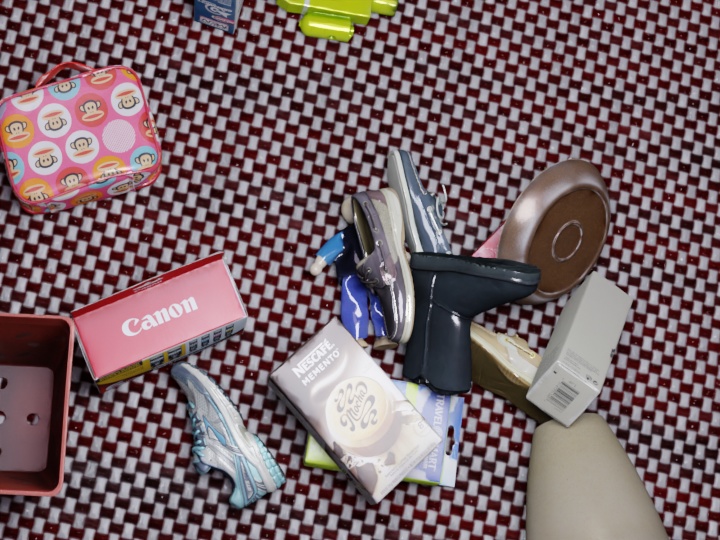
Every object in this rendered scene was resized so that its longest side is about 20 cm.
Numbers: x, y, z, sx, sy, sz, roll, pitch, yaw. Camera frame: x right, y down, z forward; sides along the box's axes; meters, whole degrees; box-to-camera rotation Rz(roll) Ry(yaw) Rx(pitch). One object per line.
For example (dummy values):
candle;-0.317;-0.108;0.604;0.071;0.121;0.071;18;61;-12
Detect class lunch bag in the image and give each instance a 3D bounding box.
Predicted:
lunch bag;-0.361;-0.177;1.733;0.197;0.082;0.179;-16;80;-10

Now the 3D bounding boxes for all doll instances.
doll;0.000;0.000;1.763;0.134;0.048;0.203;-2;79;-11

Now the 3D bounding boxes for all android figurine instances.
android figurine;-0.044;-0.402;1.845;0.197;0.041;0.185;6;78;-9

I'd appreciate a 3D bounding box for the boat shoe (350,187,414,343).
boat shoe;0.024;-0.006;1.711;0.064;0.072;0.203;-2;75;-18

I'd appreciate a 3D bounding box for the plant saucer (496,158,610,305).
plant saucer;0.256;-0.042;1.746;0.200;0.201;0.032;-44;47;-14

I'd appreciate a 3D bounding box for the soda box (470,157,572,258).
soda box;0.226;-0.054;1.799;0.070;0.063;0.200;45;76;3

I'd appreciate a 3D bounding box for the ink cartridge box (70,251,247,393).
ink cartridge box;-0.243;0.064;1.651;0.198;0.176;0.085;-23;82;-11

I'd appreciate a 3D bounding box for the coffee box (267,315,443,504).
coffee box;-0.009;0.171;1.663;0.113;0.080;0.200;-41;85;-11

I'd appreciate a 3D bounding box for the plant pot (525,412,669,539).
plant pot;0.280;0.287;1.690;0.184;0.188;0.203;-5;65;-9

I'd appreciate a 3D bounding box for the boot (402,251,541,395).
boot;0.135;0.069;1.676;0.076;0.198;0.171;-5;99;-47

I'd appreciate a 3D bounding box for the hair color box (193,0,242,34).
hair color box;-0.172;-0.391;1.743;0.060;0.200;0.101;17;76;-3

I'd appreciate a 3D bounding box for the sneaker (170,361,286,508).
sneaker;-0.180;0.203;1.683;0.086;0.078;0.201;-37;85;-10

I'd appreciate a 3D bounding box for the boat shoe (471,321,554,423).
boat shoe;0.193;0.120;1.760;0.199;0.074;0.066;37;52;8

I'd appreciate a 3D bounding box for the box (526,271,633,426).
box;0.277;0.096;1.717;0.068;0.082;0.201;34;42;0

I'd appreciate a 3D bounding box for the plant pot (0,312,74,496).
plant pot;-0.434;0.163;1.603;0.197;0.176;0.203;3;78;-6

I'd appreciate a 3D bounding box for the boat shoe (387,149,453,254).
boat shoe;0.086;-0.064;1.776;0.061;0.075;0.203;-16;82;-9

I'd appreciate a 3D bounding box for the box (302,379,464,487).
box;0.033;0.200;1.728;0.197;0.048;0.124;9;78;-5
